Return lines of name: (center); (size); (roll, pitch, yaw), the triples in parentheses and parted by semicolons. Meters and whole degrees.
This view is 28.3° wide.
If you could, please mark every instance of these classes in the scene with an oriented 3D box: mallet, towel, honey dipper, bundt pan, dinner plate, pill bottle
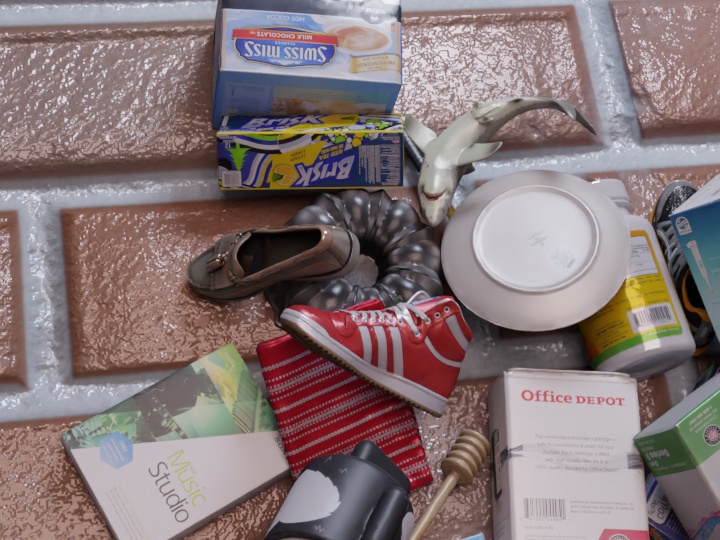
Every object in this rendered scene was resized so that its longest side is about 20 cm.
mallet: (0.076, -0.091, 1.562); (0.065, 0.041, 0.201); (-13, 63, -49)
towel: (-0.013, 0.143, 1.420); (0.143, 0.022, 0.203); (-19, 97, -19)
honey dipper: (0.067, 0.240, 1.412); (0.038, 0.038, 0.200); (36, 55, 5)
bundt pan: (0.000, 0.000, 1.499); (0.199, 0.076, 0.205); (4, 68, -9)
dinner plate: (0.180, -0.028, 1.473); (0.197, 0.024, 0.203); (-4, 57, 6)
pill bottle: (0.274, 0.011, 1.524); (0.109, 0.111, 0.203); (-11, 70, -14)

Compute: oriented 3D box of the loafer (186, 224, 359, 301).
loafer: (-0.099, -0.017, 1.438); (0.197, 0.063, 0.073); (-10, 68, 27)

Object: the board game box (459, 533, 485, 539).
board game box: (0.047, 0.349, 1.384); (0.197, 0.034, 0.136); (-13, 71, -15)

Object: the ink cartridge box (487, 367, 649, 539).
ink cartridge box: (0.207, 0.208, 1.445); (0.143, 0.085, 0.203); (4, 69, -9)

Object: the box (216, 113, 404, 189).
box: (-0.052, -0.126, 1.515); (0.197, 0.070, 0.065); (0, 112, 0)

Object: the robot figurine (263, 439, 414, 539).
robot figurine: (-0.025, 0.251, 1.320); (0.123, 0.152, 0.201); (18, 44, 13)

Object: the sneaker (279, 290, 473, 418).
sneaker: (0.022, 0.052, 1.381); (0.199, 0.071, 0.114); (30, 85, -26)

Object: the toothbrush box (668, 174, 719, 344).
toothbrush box: (0.421, 0.000, 1.505); (0.146, 0.085, 0.202); (-30, 100, -50)

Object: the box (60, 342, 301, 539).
box: (-0.176, 0.180, 1.413); (0.198, 0.036, 0.145); (-28, 75, -21)

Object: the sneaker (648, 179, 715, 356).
sneaker: (0.368, -0.011, 1.570); (0.077, 0.077, 0.203); (1, 66, -8)

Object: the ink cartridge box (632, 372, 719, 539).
ink cartridge box: (0.387, 0.211, 1.419); (0.144, 0.087, 0.202); (-31, 87, -27)

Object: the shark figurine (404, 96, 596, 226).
shark figurine: (0.135, -0.135, 1.531); (0.213, 0.090, 0.129); (-33, 57, -6)

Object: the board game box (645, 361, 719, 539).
board game box: (0.380, 0.215, 1.500); (0.135, 0.035, 0.201); (34, 65, 4)

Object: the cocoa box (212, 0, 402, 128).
cocoa box: (-0.060, -0.233, 1.551); (0.197, 0.134, 0.133); (3, 68, -9)
